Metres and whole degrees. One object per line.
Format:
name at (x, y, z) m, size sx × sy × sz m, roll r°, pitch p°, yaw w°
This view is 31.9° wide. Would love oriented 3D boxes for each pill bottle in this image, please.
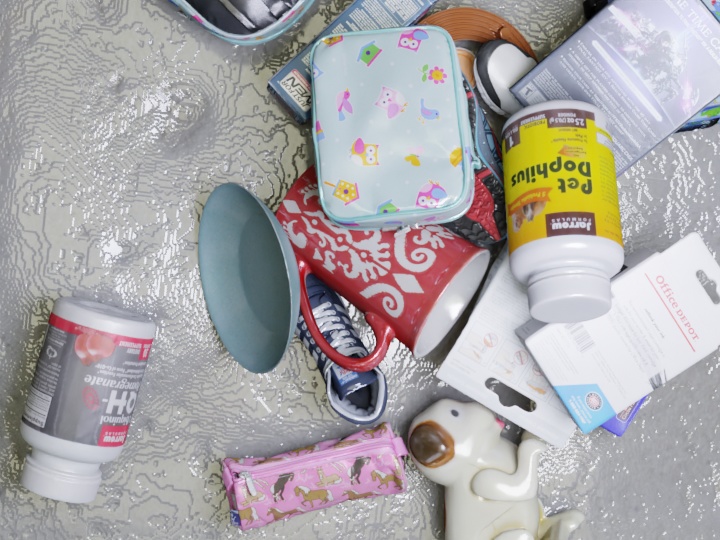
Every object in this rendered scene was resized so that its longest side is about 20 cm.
pill bottle at (-0.293, 0.136, 1.324) m, size 0.111 × 0.111 × 0.200 m, roll 16°, pitch 92°, yaw -4°
pill bottle at (0.194, -0.055, 1.211) m, size 0.109 × 0.109 × 0.200 m, roll 0°, pitch 68°, yaw -4°

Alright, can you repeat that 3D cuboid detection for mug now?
mug at (0.004, -0.009, 1.293) m, size 0.200 × 0.134 × 0.178 m, roll 35°, pitch 48°, yaw 16°

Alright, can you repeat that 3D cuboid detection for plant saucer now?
plant saucer at (-0.108, 0.006, 1.305) m, size 0.039 × 0.201 × 0.201 m, roll -11°, pitch 94°, yaw -32°

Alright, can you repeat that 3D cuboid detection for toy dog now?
toy dog at (0.129, 0.229, 1.359) m, size 0.194 × 0.140 × 0.200 m, roll -26°, pitch 95°, yaw 25°

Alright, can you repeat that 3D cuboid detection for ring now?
ring at (0.117, -0.182, 1.348) m, size 0.200 × 0.019 × 0.201 m, roll -2°, pitch 95°, yaw -24°

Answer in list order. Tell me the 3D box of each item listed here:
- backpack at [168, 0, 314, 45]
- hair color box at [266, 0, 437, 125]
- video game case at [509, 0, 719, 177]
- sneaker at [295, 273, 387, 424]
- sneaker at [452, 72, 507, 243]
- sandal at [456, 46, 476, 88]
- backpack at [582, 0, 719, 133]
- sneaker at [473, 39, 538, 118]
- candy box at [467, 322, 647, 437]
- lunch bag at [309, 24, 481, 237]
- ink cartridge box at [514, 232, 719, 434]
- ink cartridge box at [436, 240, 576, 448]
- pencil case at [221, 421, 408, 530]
backpack at (-0.132, -0.332, 1.292) m, size 0.200 × 0.151 × 0.178 m, roll 41°, pitch 92°, yaw 2°
hair color box at (-0.007, -0.242, 1.330) m, size 0.200 × 0.100 × 0.061 m, roll -42°, pitch 96°, yaw 0°
video game case at (0.271, -0.194, 1.265) m, size 0.200 × 0.019 × 0.143 m, roll -40°, pitch 94°, yaw 20°
sneaker at (-0.033, 0.076, 1.339) m, size 0.070 × 0.109 × 0.200 m, roll -31°, pitch 96°, yaw -1°
sneaker at (0.108, -0.121, 1.308) m, size 0.079 × 0.096 × 0.200 m, roll -20°, pitch 85°, yaw 20°
sandal at (0.043, -0.173, 1.357) m, size 0.207 × 0.059 × 0.079 m, roll -40°, pitch 94°, yaw -1°
backpack at (0.360, -0.240, 1.333) m, size 0.200 × 0.147 × 0.183 m, roll -11°, pitch 97°, yaw -7°
sneaker at (0.201, -0.171, 1.335) m, size 0.200 × 0.080 × 0.074 m, roll 43°, pitch 79°, yaw -20°
candy box at (0.237, 0.056, 1.373) m, size 0.200 × 0.077 × 0.169 m, roll 32°, pitch 91°, yaw -6°
lunch bag at (0.034, -0.135, 1.229) m, size 0.160 × 0.077 × 0.200 m, roll -5°, pitch 80°, yaw 3°
ink cartridge box at (0.271, 0.057, 1.258) m, size 0.200 × 0.068 × 0.116 m, roll -33°, pitch 97°, yaw 2°
ink cartridge box at (0.194, 0.061, 1.314) m, size 0.160 × 0.047 × 0.200 m, roll 30°, pitch 96°, yaw -5°
pencil case at (-0.047, 0.220, 1.356) m, size 0.200 × 0.087 × 0.083 m, roll -12°, pitch 100°, yaw -3°
